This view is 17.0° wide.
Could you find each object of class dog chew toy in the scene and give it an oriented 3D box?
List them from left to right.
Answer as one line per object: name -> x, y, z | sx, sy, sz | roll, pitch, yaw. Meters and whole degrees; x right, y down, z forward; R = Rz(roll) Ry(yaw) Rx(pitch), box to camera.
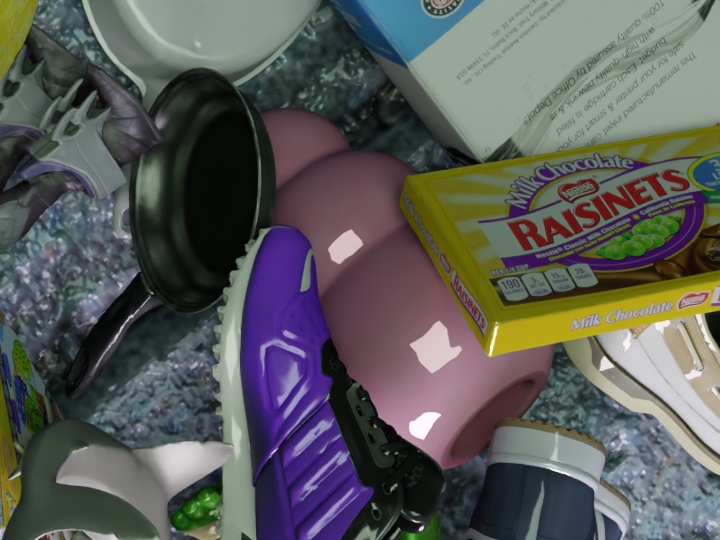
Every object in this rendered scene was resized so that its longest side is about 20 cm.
dog chew toy -> 0.000, 0.000, 1.152 | 0.125, 0.125, 0.200 | -39, 70, -6

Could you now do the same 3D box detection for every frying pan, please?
frying pan -> -0.083, -0.002, 1.136 | 0.031, 0.115, 0.190 | 3, 112, -35

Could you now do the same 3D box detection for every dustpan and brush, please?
dustpan and brush -> -0.088, -0.113, 1.177 | 0.139, 0.057, 0.200 | 14, 85, -19

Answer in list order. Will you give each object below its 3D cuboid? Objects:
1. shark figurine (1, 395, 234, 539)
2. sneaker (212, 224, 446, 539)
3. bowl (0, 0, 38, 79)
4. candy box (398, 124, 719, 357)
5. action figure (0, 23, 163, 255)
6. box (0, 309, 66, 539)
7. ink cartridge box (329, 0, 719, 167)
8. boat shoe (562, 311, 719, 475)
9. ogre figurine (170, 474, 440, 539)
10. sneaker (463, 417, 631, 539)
shark figurine -> -0.096, 0.088, 0.983 | 0.089, 0.214, 0.128 | -14, 71, 1
sneaker -> -0.011, 0.079, 1.058 | 0.099, 0.070, 0.200 | -1, 80, 9
bowl -> -0.238, -0.103, 1.092 | 0.200, 0.200, 0.108 | -7, 123, -10
candy box -> 0.128, -0.019, 1.102 | 0.200, 0.102, 0.026 | -10, 134, -21
action figure -> -0.188, -0.017, 1.126 | 0.200, 0.130, 0.069 | -52, 133, -7
box -> -0.228, 0.124, 1.056 | 0.200, 0.193, 0.122 | -12, 57, 3
ink cartridge box -> 0.096, -0.110, 1.173 | 0.145, 0.084, 0.200 | -41, 112, -5
boat shoe -> 0.180, 0.047, 1.182 | 0.200, 0.068, 0.075 | 26, 45, -46
ogre figurine -> -0.019, 0.147, 1.144 | 0.098, 0.200, 0.120 | -41, 77, 22
sneaker -> 0.083, 0.145, 1.149 | 0.070, 0.200, 0.109 | 10, 74, 12
